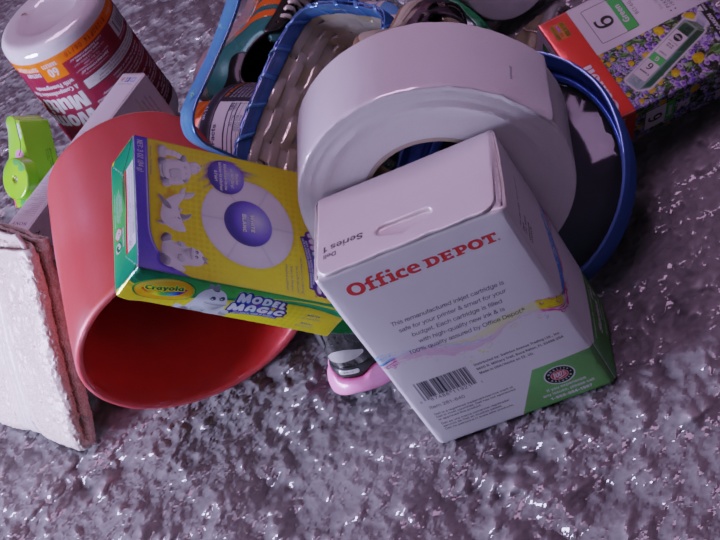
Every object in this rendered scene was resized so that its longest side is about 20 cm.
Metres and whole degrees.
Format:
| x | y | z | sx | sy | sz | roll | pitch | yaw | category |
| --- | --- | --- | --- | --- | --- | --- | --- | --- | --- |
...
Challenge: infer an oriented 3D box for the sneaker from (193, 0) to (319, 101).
| x | y | z | sx | sy | sz | roll | pitch | yaw | category |
| --- | --- | --- | --- | --- | --- | --- | --- | --- | --- |
| -0.080 | -0.238 | 1.855 | 0.080 | 0.071 | 0.201 | 15 | 64 | 42 | sneaker |

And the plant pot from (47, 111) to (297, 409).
| x | y | z | sx | sy | sz | roll | pitch | yaw | category |
| --- | --- | --- | --- | --- | --- | --- | --- | --- | --- |
| -0.161 | -0.018 | 1.514 | 0.200 | 0.201 | 0.178 | -30 | 56 | 6 | plant pot |

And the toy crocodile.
| x | y | z | sx | sy | sz | roll | pitch | yaw | category |
| --- | --- | --- | --- | --- | --- | --- | --- | --- | --- |
| -0.288 | -0.047 | 1.728 | 0.062 | 0.202 | 0.067 | -22 | -6 | 41 | toy crocodile |

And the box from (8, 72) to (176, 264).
| x | y | z | sx | sy | sz | roll | pitch | yaw | category |
| --- | --- | --- | --- | --- | --- | --- | --- | --- | --- |
| -0.218 | -0.057 | 1.692 | 0.036 | 0.145 | 0.201 | 5 | 52 | 44 | box |

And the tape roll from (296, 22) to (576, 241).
| x | y | z | sx | sy | sz | roll | pitch | yaw | category |
| --- | --- | --- | --- | --- | --- | --- | --- | --- | --- |
| 0.054 | -0.079 | 1.341 | 0.201 | 0.203 | 0.071 | -21 | 42 | 19 | tape roll |

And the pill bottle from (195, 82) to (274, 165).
| x | y | z | sx | sy | sz | roll | pitch | yaw | category |
| --- | --- | --- | --- | --- | --- | --- | --- | --- | --- |
| -0.073 | -0.115 | 1.674 | 0.199 | 0.106 | 0.107 | 6 | 52 | 42 | pill bottle |

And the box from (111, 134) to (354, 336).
| x | y | z | sx | sy | sz | roll | pitch | yaw | category |
| --- | --- | --- | --- | --- | --- | --- | --- | --- | --- |
| -0.083 | -0.022 | 1.383 | 0.048 | 0.199 | 0.118 | -44 | 43 | 45 | box |

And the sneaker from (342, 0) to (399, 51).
| x | y | z | sx | sy | sz | roll | pitch | yaw | category |
| --- | --- | --- | --- | --- | --- | --- | --- | --- | --- |
| 0.024 | -0.191 | 1.662 | 0.072 | 0.200 | 0.072 | 17 | 90 | 6 | sneaker |

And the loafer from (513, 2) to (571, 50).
| x | y | z | sx | sy | sz | roll | pitch | yaw | category |
| --- | --- | --- | --- | --- | --- | --- | --- | --- | --- |
| 0.138 | -0.134 | 1.565 | 0.069 | 0.075 | 0.201 | -19 | 37 | 44 | loafer |

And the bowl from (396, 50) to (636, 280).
| x | y | z | sx | sy | sz | roll | pitch | yaw | category |
| --- | --- | --- | --- | --- | --- | --- | --- | --- | --- |
| 0.120 | -0.068 | 1.445 | 0.199 | 0.039 | 0.202 | -6 | 78 | 31 | bowl |

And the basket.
| x | y | z | sx | sy | sz | roll | pitch | yaw | category |
| --- | --- | --- | --- | --- | --- | --- | --- | --- | --- |
| -0.041 | -0.149 | 1.487 | 0.139 | 0.199 | 0.178 | 8 | 74 | 53 | basket |

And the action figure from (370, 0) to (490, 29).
| x | y | z | sx | sy | sz | roll | pitch | yaw | category |
| --- | --- | --- | --- | --- | --- | --- | --- | --- | --- |
| 0.071 | -0.222 | 1.692 | 0.055 | 0.118 | 0.200 | -42 | 47 | -9 | action figure |

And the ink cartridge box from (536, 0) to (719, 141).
| x | y | z | sx | sy | sz | roll | pitch | yaw | category |
| --- | --- | --- | --- | --- | --- | --- | --- | --- | --- |
| 0.194 | -0.157 | 1.482 | 0.199 | 0.050 | 0.109 | -26 | 64 | -10 | ink cartridge box |

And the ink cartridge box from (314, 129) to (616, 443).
| x | y | z | sx | sy | sz | roll | pitch | yaw | category |
| --- | --- | --- | --- | --- | --- | --- | --- | --- | --- |
| 0.074 | 0.015 | 1.326 | 0.144 | 0.200 | 0.084 | -21 | 42 | 18 | ink cartridge box |

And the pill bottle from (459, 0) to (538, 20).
| x | y | z | sx | sy | sz | roll | pitch | yaw | category |
| --- | --- | --- | --- | --- | --- | --- | --- | --- | --- |
| 0.096 | -0.310 | 1.755 | 0.109 | 0.110 | 0.200 | -37 | 36 | -2 | pill bottle |

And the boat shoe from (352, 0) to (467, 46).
| x | y | z | sx | sy | sz | roll | pitch | yaw | category |
| --- | --- | --- | --- | --- | --- | --- | --- | --- | --- |
| 0.054 | -0.167 | 1.418 | 0.064 | 0.073 | 0.200 | -5 | 11 | 22 | boat shoe |

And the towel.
| x | y | z | sx | sy | sz | roll | pitch | yaw | category |
| --- | --- | --- | --- | --- | --- | --- | --- | --- | --- |
| -0.289 | 0.053 | 1.590 | 0.034 | 0.202 | 0.132 | -27 | 26 | -37 | towel |

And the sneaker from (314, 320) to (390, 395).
| x | y | z | sx | sy | sz | roll | pitch | yaw | category |
| --- | --- | --- | --- | --- | --- | --- | --- | --- | --- |
| 0.000 | 0.000 | 1.497 | 0.079 | 0.096 | 0.201 | -18 | 38 | 25 | sneaker |

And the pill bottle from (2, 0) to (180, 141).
| x | y | z | sx | sy | sz | roll | pitch | yaw | category |
| --- | --- | --- | --- | --- | --- | --- | --- | --- | --- |
| -0.241 | -0.169 | 1.776 | 0.109 | 0.200 | 0.110 | -21 | 38 | 18 | pill bottle |
